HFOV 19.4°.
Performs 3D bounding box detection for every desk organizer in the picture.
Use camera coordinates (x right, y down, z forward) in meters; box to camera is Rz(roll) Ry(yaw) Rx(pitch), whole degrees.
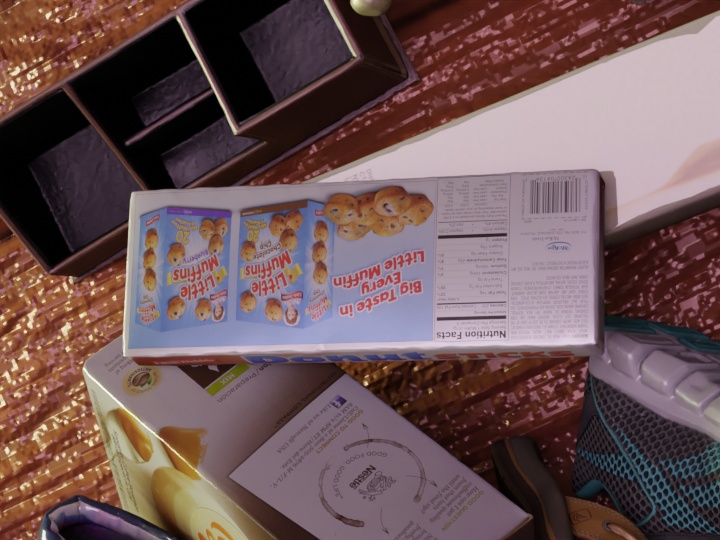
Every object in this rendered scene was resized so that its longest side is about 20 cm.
[{"bbox_3d":[-0.083,-0.072,0.968,0.199,0.077,0.072,-30,81,15],"label":"desk organizer"}]

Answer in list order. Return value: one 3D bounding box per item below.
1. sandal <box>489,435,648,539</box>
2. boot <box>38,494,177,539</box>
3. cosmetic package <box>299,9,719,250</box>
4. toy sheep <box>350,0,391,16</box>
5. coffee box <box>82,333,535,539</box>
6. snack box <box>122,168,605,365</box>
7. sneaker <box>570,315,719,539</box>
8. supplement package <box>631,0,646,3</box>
[{"bbox_3d":[0.099,0.130,0.867,0.054,0.200,0.081,-13,119,-3],"label":"sandal"},{"bbox_3d":[-0.065,0.176,0.883,0.199,0.073,0.091,26,132,27],"label":"boot"},{"bbox_3d":[0.086,-0.040,0.903,0.199,0.105,0.071,-21,85,17],"label":"cosmetic package"},{"bbox_3d":[0.007,-0.210,0.913,0.137,0.138,0.201,7,84,17],"label":"toy sheep"},{"bbox_3d":[-0.020,0.106,0.888,0.080,0.115,0.200,-36,50,-24],"label":"coffee box"},{"bbox_3d":[0.000,0.000,0.855,0.199,0.024,0.072,-2,78,16],"label":"snack box"},{"bbox_3d":[0.154,0.093,0.868,0.200,0.077,0.092,39,119,56],"label":"sneaker"},{"bbox_3d":[0.144,-0.227,0.877,0.121,0.120,0.201,-10,86,15],"label":"supplement package"}]
